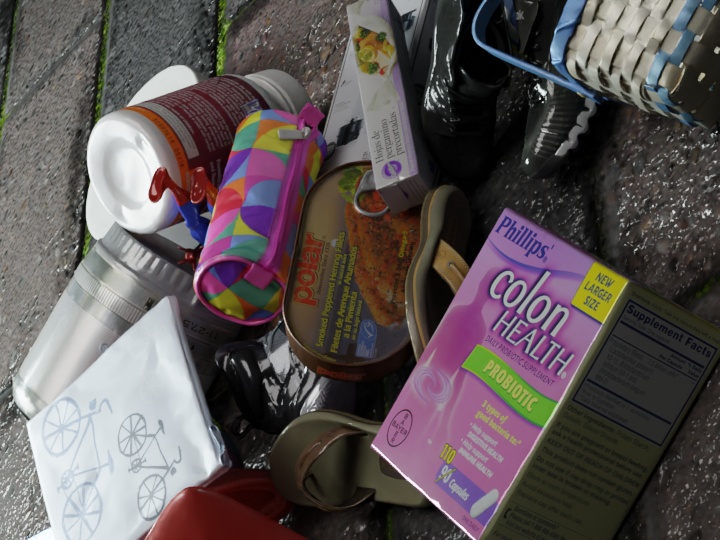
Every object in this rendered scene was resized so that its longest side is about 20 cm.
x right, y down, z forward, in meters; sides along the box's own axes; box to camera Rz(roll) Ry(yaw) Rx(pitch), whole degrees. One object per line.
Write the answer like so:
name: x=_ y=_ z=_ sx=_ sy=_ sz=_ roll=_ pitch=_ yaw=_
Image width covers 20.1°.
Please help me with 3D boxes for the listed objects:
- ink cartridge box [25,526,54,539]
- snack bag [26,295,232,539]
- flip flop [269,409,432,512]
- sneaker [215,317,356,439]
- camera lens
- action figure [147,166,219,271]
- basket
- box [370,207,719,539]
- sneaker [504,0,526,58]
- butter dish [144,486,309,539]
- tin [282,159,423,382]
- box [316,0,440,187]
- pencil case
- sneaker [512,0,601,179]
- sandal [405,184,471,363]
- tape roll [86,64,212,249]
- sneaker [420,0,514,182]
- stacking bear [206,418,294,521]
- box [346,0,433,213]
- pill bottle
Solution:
ink cartridge box: x=-0.221 y=0.322 z=1.705 sx=0.128 sy=0.125 sz=0.200 roll=-28 pitch=45 yaw=46
snack bag: x=-0.190 y=0.139 z=1.646 sx=0.200 sy=0.021 sz=0.189 roll=-42 pitch=47 yaw=24
flip flop: x=-0.012 y=0.155 z=1.558 sx=0.200 sy=0.057 sz=0.081 roll=0 pitch=110 yaw=53
sneaker: x=-0.057 y=0.049 z=1.684 sx=0.114 sy=0.075 sz=0.201 roll=-3 pitch=64 yaw=25
camera lens: x=-0.211 y=0.075 z=1.858 sx=0.200 sy=0.160 sz=0.160 roll=-60 pitch=29 yaw=5
action figure: x=-0.121 y=-0.025 z=1.784 sx=0.065 sy=0.200 sz=0.052 roll=-4 pitch=64 yaw=21
basket: x=0.191 y=-0.198 z=1.446 sx=0.200 sy=0.139 sz=0.177 roll=36 pitch=98 yaw=30
box: x=0.124 y=0.084 z=1.387 sx=0.200 sy=0.097 sz=0.176 roll=-60 pitch=29 yaw=4
sneaker: x=0.140 y=-0.239 z=1.655 sx=0.082 sy=0.074 sz=0.200 roll=-50 pitch=40 yaw=22
butter dish: x=-0.092 y=0.272 z=1.524 sx=0.200 sy=0.200 sz=0.148 roll=-60 pitch=6 yaw=6
tin: x=0.000 y=0.000 z=1.622 sx=0.042 sy=0.112 sz=0.200 roll=97 pitch=-176 yaw=-55
box: x=0.032 y=-0.157 z=1.767 sx=0.117 sy=0.060 sz=0.200 roll=-18 pitch=52 yaw=52
pencil case: x=-0.081 y=-0.050 z=1.690 sx=0.088 sy=0.088 sz=0.200 roll=-35 pitch=32 yaw=40
sneaker: x=0.148 y=-0.171 z=1.545 sx=0.066 sy=0.090 sz=0.200 roll=-157 pitch=89 yaw=-78
sandal: x=0.073 y=0.013 z=1.565 sx=0.054 sy=0.080 sz=0.200 roll=-5 pitch=48 yaw=19
tape roll: x=-0.197 y=-0.107 z=2.077 sx=0.202 sy=0.071 sz=0.203 roll=-38 pitch=38 yaw=37
sneaker: x=0.085 y=-0.152 z=1.584 sx=0.104 sy=0.060 sz=0.200 roll=-109 pitch=18 yaw=-67
stacking bear: x=-0.162 y=0.154 z=1.708 sx=0.122 sy=0.114 sz=0.200 roll=-54 pitch=48 yaw=15
box: x=0.024 y=-0.141 z=1.669 sx=0.039 sy=0.041 sz=0.200 roll=-20 pitch=55 yaw=15
pill bottle: x=-0.140 y=-0.113 z=1.851 sx=0.114 sy=0.200 sz=0.114 roll=20 pitch=121 yaw=37
